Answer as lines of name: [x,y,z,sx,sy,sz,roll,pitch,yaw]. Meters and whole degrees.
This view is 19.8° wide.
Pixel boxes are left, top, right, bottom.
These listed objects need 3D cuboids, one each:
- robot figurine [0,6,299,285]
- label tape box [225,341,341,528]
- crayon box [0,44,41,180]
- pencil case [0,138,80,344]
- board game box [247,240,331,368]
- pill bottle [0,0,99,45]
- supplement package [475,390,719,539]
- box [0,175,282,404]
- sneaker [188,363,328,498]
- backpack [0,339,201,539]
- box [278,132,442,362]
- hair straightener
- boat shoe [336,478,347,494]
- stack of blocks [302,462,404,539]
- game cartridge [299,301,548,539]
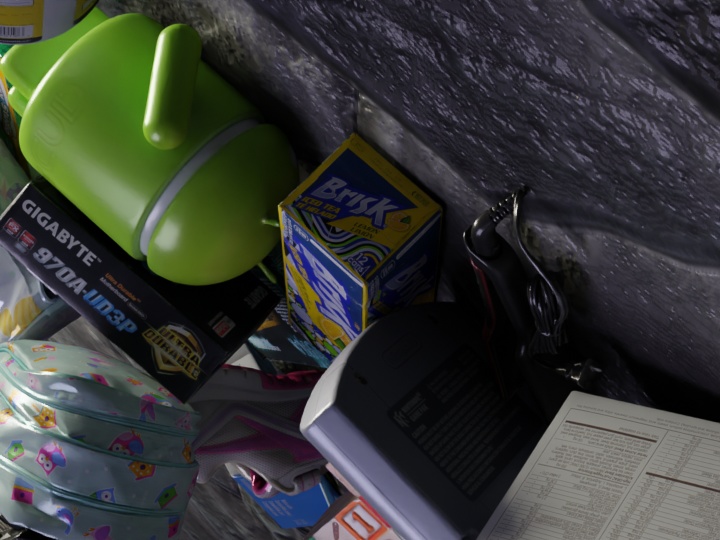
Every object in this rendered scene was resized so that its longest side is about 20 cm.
robot figurine: [-0.121,-0.072,1.230,0.200,0.116,0.176,41,160,13]
label tape box: [-0.072,0.142,1.634,0.200,0.066,0.143,61,-179,27]
crayon box: [-0.234,-0.108,1.438,0.119,0.058,0.200,41,150,39]
pencil case: [-0.253,-0.040,1.372,0.200,0.083,0.091,54,175,10]
board game box: [-0.072,0.014,1.500,0.135,0.028,0.200,49,164,-16]
pill bottle: [-0.178,-0.195,1.061,0.112,0.112,0.200,45,165,1]
supplement package: [0.141,0.193,1.024,0.151,0.200,0.152,10,145,43]
box: [-0.138,-0.001,1.320,0.159,0.046,0.200,41,-168,0]
sneaker: [-0.044,0.111,1.406,0.200,0.088,0.081,5,177,-16]
backpack: [-0.178,0.113,1.282,0.167,0.127,0.200,9,-175,-20]
box: [0.000,0.000,1.202,0.070,0.064,0.200,42,165,14]
hair straightener: [0.099,0.026,1.078,0.077,0.041,0.200,31,156,27]
boat shoe: [0.013,0.150,1.572,0.066,0.072,0.200,39,173,4]
stack of blocks: [0.039,0.140,1.299,0.115,0.059,0.200,44,134,-1]
game cartridge: [0.044,0.085,1.135,0.133,0.042,0.200,42,-155,7]
